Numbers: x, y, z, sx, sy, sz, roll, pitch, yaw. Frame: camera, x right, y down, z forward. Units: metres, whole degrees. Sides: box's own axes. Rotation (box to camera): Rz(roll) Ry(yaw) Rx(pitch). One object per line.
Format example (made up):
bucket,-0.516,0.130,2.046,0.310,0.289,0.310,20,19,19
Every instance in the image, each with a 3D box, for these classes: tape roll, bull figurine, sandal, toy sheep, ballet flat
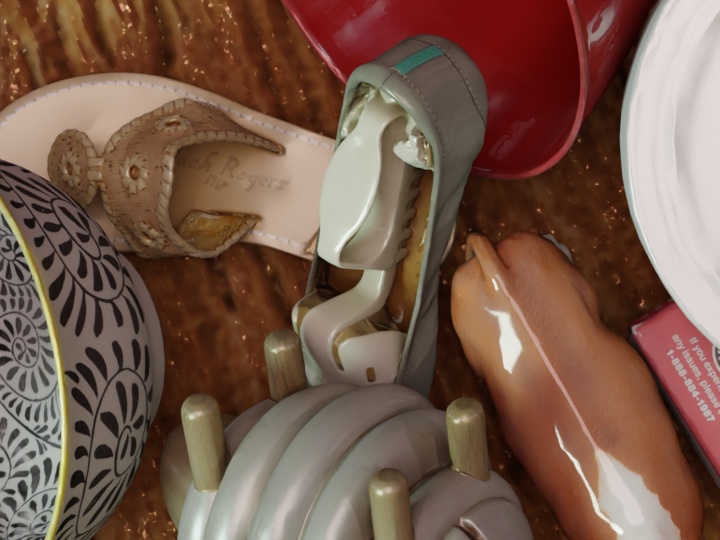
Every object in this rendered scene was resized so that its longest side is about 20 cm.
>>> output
tape roll,0.197,-0.050,1.034,0.201,0.071,0.204,0,95,4
bull figurine,0.094,0.072,1.103,0.065,0.121,0.201,-23,91,5
sandal,-0.063,-0.040,1.150,0.210,0.070,0.078,12,88,5
toy sheep,0.001,0.104,1.071,0.199,0.138,0.139,23,89,36
ballet flat,0.000,0.000,1.105,0.067,0.064,0.201,29,123,27

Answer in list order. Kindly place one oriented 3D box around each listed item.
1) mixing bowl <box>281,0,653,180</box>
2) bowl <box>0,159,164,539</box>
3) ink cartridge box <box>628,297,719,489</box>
mixing bowl,0.052,-0.148,1.104,0.108,0.200,0.200,-37,84,-25
bowl,-0.142,0.037,1.124,0.200,0.094,0.202,11,105,47
ink cartridge box,0.229,0.033,1.118,0.199,0.083,0.147,-32,84,2
